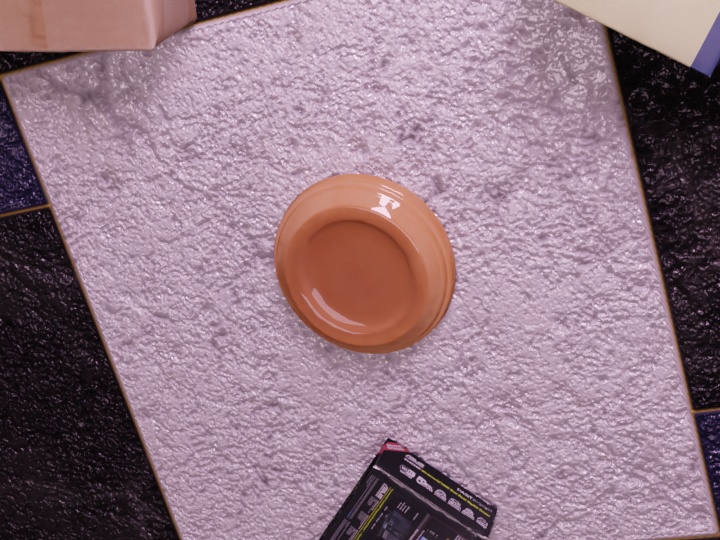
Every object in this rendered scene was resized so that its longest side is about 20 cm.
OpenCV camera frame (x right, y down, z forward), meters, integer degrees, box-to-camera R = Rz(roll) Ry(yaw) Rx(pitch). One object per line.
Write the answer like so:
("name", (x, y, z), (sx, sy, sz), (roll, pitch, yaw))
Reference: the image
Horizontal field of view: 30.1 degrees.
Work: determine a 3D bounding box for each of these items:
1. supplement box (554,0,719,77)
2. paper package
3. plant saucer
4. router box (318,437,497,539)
("supplement box", (0.249, -0.307, 1.106), (0.198, 0.135, 0.202), (26, 120, 4))
("paper package", (-0.267, -0.321, 1.288), (0.188, 0.104, 0.203), (3, 116, 18))
("plant saucer", (0.000, 0.000, 1.392), (0.197, 0.038, 0.203), (7, 117, 14))
("router box", (0.041, 0.308, 1.510), (0.149, 0.062, 0.201), (33, 120, 1))
